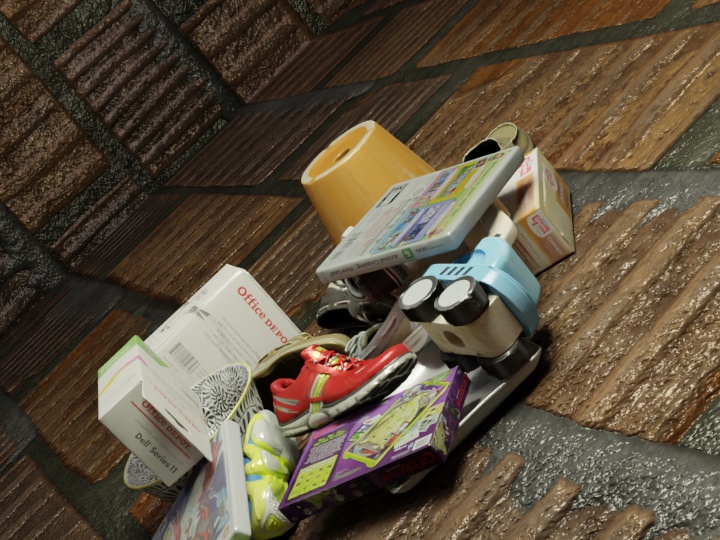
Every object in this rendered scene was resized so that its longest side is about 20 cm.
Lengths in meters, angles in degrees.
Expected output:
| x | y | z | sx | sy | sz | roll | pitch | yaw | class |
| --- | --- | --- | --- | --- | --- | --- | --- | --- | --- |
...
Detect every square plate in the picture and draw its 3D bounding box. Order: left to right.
| x | y | z | sx | sy | sz | roll | pitch | yaw | class |
| --- | --- | --- | --- | --- | --- | --- | --- | --- | --- |
| 0.081 | 0.133 | 1.270 | 0.200 | 0.028 | 0.198 | -43 | 18 | -6 | square plate |

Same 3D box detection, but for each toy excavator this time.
| x | y | z | sx | sy | sz | roll | pitch | yaw | class |
| --- | --- | --- | --- | --- | --- | --- | --- | --- | --- |
| 0.128 | 0.002 | 1.260 | 0.200 | 0.100 | 0.194 | -49 | 24 | -21 | toy excavator |

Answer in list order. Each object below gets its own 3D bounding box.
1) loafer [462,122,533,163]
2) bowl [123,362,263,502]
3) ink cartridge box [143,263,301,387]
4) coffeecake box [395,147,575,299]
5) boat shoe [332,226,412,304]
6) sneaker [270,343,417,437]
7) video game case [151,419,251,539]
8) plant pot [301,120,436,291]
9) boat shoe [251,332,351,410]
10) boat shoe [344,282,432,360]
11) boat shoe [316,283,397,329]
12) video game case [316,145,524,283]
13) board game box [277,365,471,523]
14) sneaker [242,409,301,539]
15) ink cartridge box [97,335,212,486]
| x | y | z | sx | sy | sz | roll | pitch | yaw | class |
| --- | --- | --- | --- | --- | --- | --- | --- | --- | --- |
| 0.180 | -0.150 | 1.649 | 0.076 | 0.067 | 0.200 | -31 | 21 | 26 | loafer |
| -0.179 | 0.214 | 1.493 | 0.201 | 0.094 | 0.201 | -36 | 20 | 15 | bowl |
| -0.194 | 0.111 | 1.671 | 0.200 | 0.147 | 0.083 | -44 | 19 | -11 | ink cartridge box |
| 0.145 | -0.034 | 1.446 | 0.200 | 0.073 | 0.154 | -33 | 21 | 23 | coffeecake box |
| 0.002 | 0.002 | 1.452 | 0.068 | 0.074 | 0.199 | -45 | 20 | -4 | boat shoe |
| -0.028 | 0.114 | 1.318 | 0.200 | 0.085 | 0.077 | -30 | -10 | 36 | sneaker |
| -0.172 | 0.281 | 1.308 | 0.182 | 0.023 | 0.200 | -58 | 20 | 18 | video game case |
| 0.026 | -0.088 | 1.630 | 0.200 | 0.183 | 0.200 | -36 | 19 | 15 | plant pot |
| -0.077 | 0.113 | 1.553 | 0.200 | 0.074 | 0.066 | -25 | 30 | 40 | boat shoe |
| 0.032 | 0.073 | 1.400 | 0.074 | 0.065 | 0.202 | -44 | 2 | -32 | boat shoe |
| 0.002 | 0.053 | 1.560 | 0.057 | 0.067 | 0.200 | -63 | 22 | -12 | boat shoe |
| 0.067 | -0.061 | 1.354 | 0.182 | 0.022 | 0.200 | -15 | 22 | 38 | video game case |
| 0.014 | 0.173 | 1.225 | 0.200 | 0.032 | 0.120 | -28 | 25 | 34 | board game box |
| -0.124 | 0.234 | 1.371 | 0.105 | 0.076 | 0.200 | -37 | 20 | 13 | sneaker |
| -0.231 | 0.161 | 1.383 | 0.067 | 0.117 | 0.200 | -42 | 18 | 1 | ink cartridge box |
